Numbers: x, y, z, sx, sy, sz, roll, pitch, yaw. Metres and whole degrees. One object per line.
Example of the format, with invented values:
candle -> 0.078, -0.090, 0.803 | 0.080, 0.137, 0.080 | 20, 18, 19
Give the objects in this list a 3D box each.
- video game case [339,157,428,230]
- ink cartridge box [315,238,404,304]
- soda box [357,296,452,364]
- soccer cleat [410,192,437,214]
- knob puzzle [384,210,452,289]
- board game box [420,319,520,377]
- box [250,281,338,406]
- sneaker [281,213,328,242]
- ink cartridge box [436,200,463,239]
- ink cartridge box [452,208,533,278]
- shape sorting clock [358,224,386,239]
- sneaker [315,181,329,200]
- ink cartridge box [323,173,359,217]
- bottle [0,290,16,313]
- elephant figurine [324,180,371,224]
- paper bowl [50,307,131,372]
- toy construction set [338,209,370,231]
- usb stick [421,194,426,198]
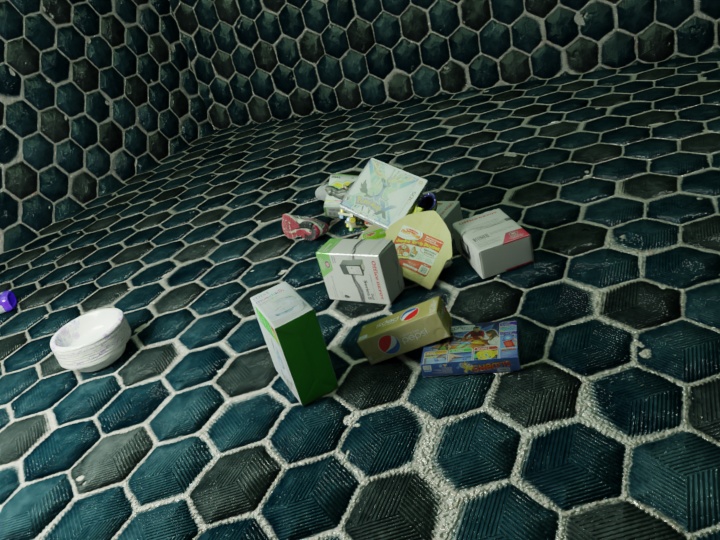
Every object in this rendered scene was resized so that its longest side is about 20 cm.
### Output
video game case -> 0.065, -0.215, 1.735 | 0.198, 0.022, 0.183 | 26, 73, 26
ink cartridge box -> 0.000, 0.000, 1.593 | 0.198, 0.147, 0.084 | 3, 32, 34
soda box -> 0.096, 0.131, 1.319 | 0.198, 0.068, 0.064 | -23, 21, 24
soccer cleat -> 0.149, -0.133, 1.686 | 0.064, 0.084, 0.201 | 28, 64, 15
knob puzzle -> 0.155, -0.067, 1.621 | 0.216, 0.031, 0.223 | -5, 67, 12
board game box -> 0.230, 0.161, 1.277 | 0.197, 0.035, 0.136 | -7, 27, 17
box -> -0.142, 0.152, 1.318 | 0.096, 0.202, 0.176 | -25, 29, -19
sneaker -> -0.194, -0.146, 2.073 | 0.198, 0.082, 0.074 | 20, 28, 39
ink cartridge box -> 0.190, -0.142, 1.832 | 0.198, 0.084, 0.145 | 4, 33, 34
ink cartridge box -> 0.345, -0.075, 1.615 | 0.143, 0.085, 0.200 | -18, 27, -4
shape sorting clock -> 0.079, -0.066, 1.737 | 0.197, 0.039, 0.202 | -8, 57, 12
sneaker -> -0.097, -0.273, 2.254 | 0.197, 0.076, 0.115 | 3, 29, 27
ink cartridge box -> -0.060, -0.280, 2.150 | 0.102, 0.060, 0.202 | 5, 57, 8
bottle -> -1.328, 0.135, 2.162 | 0.197, 0.066, 0.084 | -19, 26, -7
elephant figurine -> 0.015, -0.238, 1.871 | 0.142, 0.154, 0.200 | -56, 42, 8
paper bowl -> -0.722, 0.197, 1.662 | 0.198, 0.106, 0.201 | -13, 26, 6
toy construction set -> 0.023, -0.148, 1.927 | 0.129, 0.093, 0.200 | 0, 26, -28
usb stick -> 0.120, -0.181, 1.797 | 0.198, 0.033, 0.055 | -21, 23, -23
